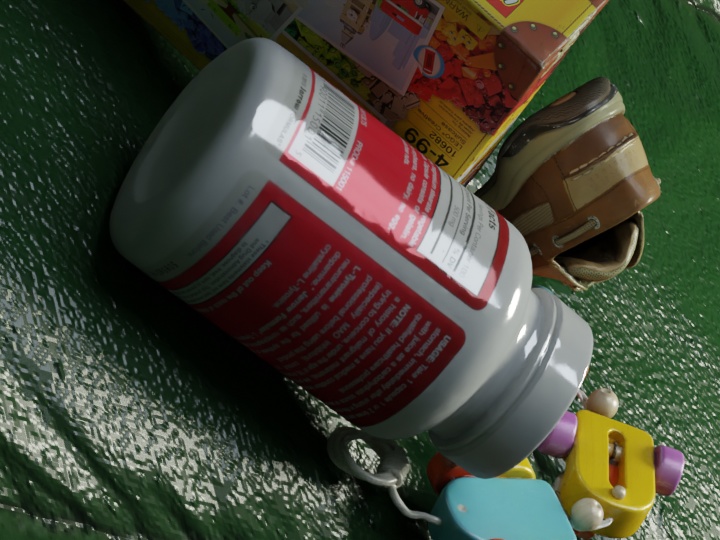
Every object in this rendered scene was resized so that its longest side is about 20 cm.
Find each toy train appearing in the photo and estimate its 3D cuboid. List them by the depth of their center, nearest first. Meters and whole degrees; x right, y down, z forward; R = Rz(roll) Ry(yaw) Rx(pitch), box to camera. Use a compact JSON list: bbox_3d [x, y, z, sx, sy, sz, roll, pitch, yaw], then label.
[{"bbox_3d":[0.063,0.087,1.390,0.150,0.056,0.200,35,36,12],"label":"toy train"}]

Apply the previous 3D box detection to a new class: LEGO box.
[{"bbox_3d":[-0.007,-0.132,1.335,0.200,0.149,0.077,42,48,4],"label":"LEGO box"}]

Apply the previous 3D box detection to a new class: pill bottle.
[{"bbox_3d":[0.000,0.000,1.286,0.200,0.112,0.113,37,33,-18],"label":"pill bottle"}]

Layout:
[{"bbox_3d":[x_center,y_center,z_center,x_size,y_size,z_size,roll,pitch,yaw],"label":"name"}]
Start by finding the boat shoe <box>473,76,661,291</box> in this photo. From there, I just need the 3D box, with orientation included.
[{"bbox_3d":[0.097,-0.024,1.439,0.074,0.075,0.200,55,-12,9],"label":"boat shoe"}]
